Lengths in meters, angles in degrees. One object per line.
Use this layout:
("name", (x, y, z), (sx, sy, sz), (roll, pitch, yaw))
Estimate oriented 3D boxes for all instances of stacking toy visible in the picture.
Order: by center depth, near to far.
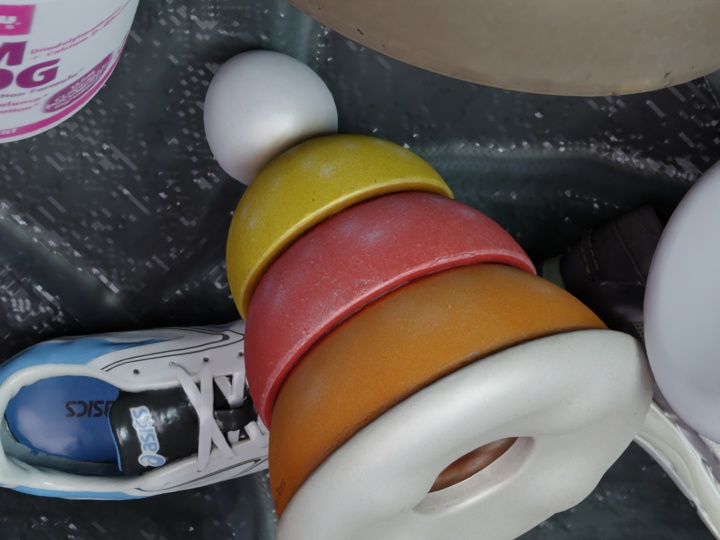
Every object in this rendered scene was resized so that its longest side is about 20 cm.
("stacking toy", (0.000, 0.000, 1.043), (0.146, 0.146, 0.201), (-38, 66, 20))

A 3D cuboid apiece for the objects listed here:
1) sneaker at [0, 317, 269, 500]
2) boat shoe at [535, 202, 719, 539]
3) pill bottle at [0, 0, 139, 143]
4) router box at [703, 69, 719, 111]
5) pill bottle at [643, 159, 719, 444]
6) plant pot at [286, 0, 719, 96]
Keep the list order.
("sneaker", (-0.053, 0.051, 1.114), (0.199, 0.073, 0.072), (-11, 110, 10))
("boat shoe", (0.150, 0.056, 1.088), (0.200, 0.075, 0.073), (42, 112, -12))
("pill bottle", (-0.120, -0.125, 0.968), (0.113, 0.200, 0.114), (3, 72, -10))
("router box", (0.204, -0.120, 1.017), (0.199, 0.052, 0.158), (-23, 108, 16))
("pill bottle", (0.198, 0.030, 1.016), (0.199, 0.109, 0.109), (21, 119, -39))
("plant pot", (0.060, -0.178, 0.874), (0.199, 0.201, 0.175), (18, 130, 0))
